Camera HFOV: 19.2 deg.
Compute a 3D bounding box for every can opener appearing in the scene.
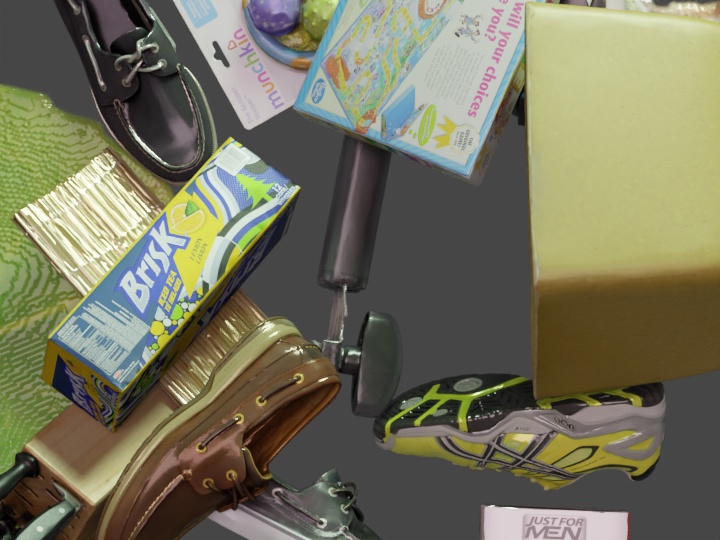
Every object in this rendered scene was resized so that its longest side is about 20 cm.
[{"bbox_3d":[0.000,0.000,1.461,0.066,0.053,0.200,7,84,-10],"label":"can opener"}]

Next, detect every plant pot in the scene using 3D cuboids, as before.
[{"bbox_3d":[0.204,-0.042,1.336,0.200,0.194,0.196,-1,67,4],"label":"plant pot"}]

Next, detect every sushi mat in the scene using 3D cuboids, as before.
[{"bbox_3d":[-0.143,0.010,1.466,0.200,0.012,0.096,47,57,8],"label":"sushi mat"}]

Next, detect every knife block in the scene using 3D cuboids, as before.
[{"bbox_3d":[-0.185,0.130,1.398,0.064,0.176,0.200,40,89,7],"label":"knife block"}]

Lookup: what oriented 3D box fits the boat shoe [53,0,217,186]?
[{"bbox_3d":[-0.165,-0.149,1.480,0.073,0.063,0.200,-28,83,2],"label":"boat shoe"}]

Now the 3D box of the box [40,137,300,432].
[{"bbox_3d":[-0.125,0.008,1.419,0.064,0.070,0.200,36,61,7],"label":"box"}]

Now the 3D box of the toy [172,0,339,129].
[{"bbox_3d":[-0.023,-0.199,1.481,0.200,0.047,0.115,-30,81,1],"label":"toy"}]

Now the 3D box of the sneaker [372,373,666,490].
[{"bbox_3d":[0.106,0.114,1.426,0.200,0.075,0.076,-3,114,17],"label":"sneaker"}]

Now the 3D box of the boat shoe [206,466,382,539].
[{"bbox_3d":[-0.035,0.162,1.441,0.200,0.070,0.066,25,88,14],"label":"boat shoe"}]

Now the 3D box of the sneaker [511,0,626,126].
[{"bbox_3d":[0.126,-0.197,1.455,0.112,0.073,0.200,-1,86,3],"label":"sneaker"}]

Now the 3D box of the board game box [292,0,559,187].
[{"bbox_3d":[0.056,-0.173,1.422,0.134,0.034,0.200,23,88,18],"label":"board game box"}]

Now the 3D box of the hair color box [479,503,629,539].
[{"bbox_3d":[0.126,0.257,1.416,0.101,0.061,0.200,3,86,5],"label":"hair color box"}]

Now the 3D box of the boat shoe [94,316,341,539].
[{"bbox_3d":[-0.093,0.122,1.390,0.068,0.072,0.200,37,80,26],"label":"boat shoe"}]
